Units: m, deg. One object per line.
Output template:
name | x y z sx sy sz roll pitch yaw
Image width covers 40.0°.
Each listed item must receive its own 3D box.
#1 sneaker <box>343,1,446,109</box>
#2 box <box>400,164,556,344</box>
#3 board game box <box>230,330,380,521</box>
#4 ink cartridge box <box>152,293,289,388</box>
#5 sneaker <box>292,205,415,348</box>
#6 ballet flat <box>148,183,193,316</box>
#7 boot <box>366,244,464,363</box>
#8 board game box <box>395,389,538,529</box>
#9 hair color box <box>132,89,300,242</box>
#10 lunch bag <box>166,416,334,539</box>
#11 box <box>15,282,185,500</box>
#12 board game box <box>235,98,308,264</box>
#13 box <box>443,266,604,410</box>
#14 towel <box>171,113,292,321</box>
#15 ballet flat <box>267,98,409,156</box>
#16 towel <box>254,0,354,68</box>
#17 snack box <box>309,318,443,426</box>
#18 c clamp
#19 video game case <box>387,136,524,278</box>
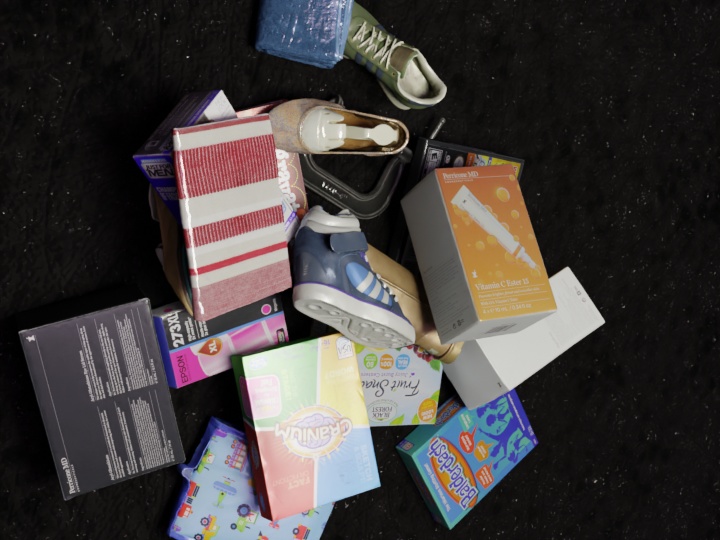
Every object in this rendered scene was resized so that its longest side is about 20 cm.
sneaker | 0.034 -0.274 1.240 0.200 0.090 0.067 40 79 -33
box | 0.148 -0.022 1.258 0.123 0.097 0.202 -7 73 -29
board game box | -0.065 0.186 1.214 0.152 0.040 0.202 -13 94 -27
ink cartridge box | -0.186 0.077 1.190 0.199 0.037 0.096 -18 112 -22
sneaker | 0.000 0.000 1.199 0.199 0.080 0.148 27 58 -40
ballet flat | -0.209 -0.047 1.142 0.068 0.063 0.202 -17 105 -60
boot | 0.067 0.010 1.304 0.199 0.066 0.176 29 67 -22
board game box | 0.162 0.259 1.467 0.200 0.045 0.153 -39 119 -21
hair color box | -0.155 -0.088 1.108 0.110 0.064 0.201 -59 133 -33
lunch bag | -0.142 0.284 1.247 0.199 0.094 0.152 26 85 -28
box | -0.289 0.132 1.103 0.140 0.079 0.202 -16 109 -21
board game box | -0.118 -0.099 1.210 0.102 0.019 0.202 -18 110 -22
box | 0.225 0.097 1.407 0.199 0.124 0.098 -30 83 -29
towel | -0.138 -0.060 1.063 0.144 0.023 0.202 -21 109 -49
ballet flat | -0.022 -0.172 1.202 0.199 0.067 0.069 -4 104 -36
towel | -0.059 -0.348 1.169 0.111 0.049 0.202 10 96 -7
snack box | 0.020 0.137 1.341 0.199 0.053 0.144 3 98 -34
c clamp | 0.002 -0.160 1.287 0.199 0.027 0.172 23 92 -36
video game case | 0.130 -0.072 1.374 0.179 0.025 0.202 6 104 -34
